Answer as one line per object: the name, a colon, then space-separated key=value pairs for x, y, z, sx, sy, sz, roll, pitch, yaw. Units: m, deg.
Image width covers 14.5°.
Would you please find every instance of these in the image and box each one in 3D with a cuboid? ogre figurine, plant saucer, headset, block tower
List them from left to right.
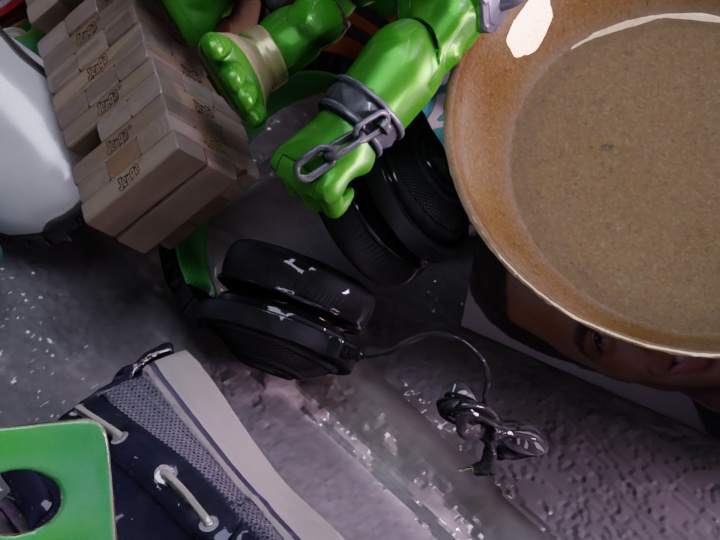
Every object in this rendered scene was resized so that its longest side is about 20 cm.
block tower: x=-0.098 y=-0.098 z=1.164 sx=0.054 sy=0.058 sz=0.201 roll=29 pitch=33 yaw=-44
ogre figurine: x=-0.019 y=-0.122 z=1.097 sx=0.120 sy=0.098 sz=0.200 roll=-33 pitch=36 yaw=-4
headset: x=0.000 y=0.000 z=1.124 sx=0.124 sy=0.094 sz=0.200 roll=-48 pitch=49 yaw=10
plant saucer: x=0.130 y=-0.046 z=1.083 sx=0.199 sy=0.035 sz=0.201 roll=1 pitch=59 yaw=-1

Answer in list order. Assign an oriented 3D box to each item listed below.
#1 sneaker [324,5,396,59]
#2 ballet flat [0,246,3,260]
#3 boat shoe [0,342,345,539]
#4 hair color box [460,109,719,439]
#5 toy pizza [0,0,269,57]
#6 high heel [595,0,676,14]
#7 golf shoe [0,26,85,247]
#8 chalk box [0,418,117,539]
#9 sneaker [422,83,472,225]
sneaker: x=-0.040 y=-0.154 z=1.188 sx=0.078 sy=0.112 sz=0.200 roll=-46 pitch=46 yaw=2
ballet flat: x=-0.233 y=-0.045 z=1.148 sx=0.200 sy=0.073 sz=0.073 roll=41 pitch=56 yaw=17
boat shoe: x=-0.058 y=0.119 z=1.038 sx=0.092 sy=0.075 sz=0.200 roll=-27 pitch=50 yaw=-20
hair color box: x=0.146 y=0.013 z=1.132 sx=0.199 sy=0.102 sz=0.061 roll=24 pitch=52 yaw=13
toy pizza: x=-0.137 y=-0.127 z=1.253 sx=0.199 sy=0.032 sz=0.201 roll=4 pitch=49 yaw=-5
high heel: x=0.090 y=-0.147 z=1.224 sx=0.096 sy=0.068 sz=0.200 roll=5 pitch=23 yaw=-8
golf shoe: x=-0.184 y=-0.088 z=1.156 sx=0.200 sy=0.095 sz=0.078 roll=42 pitch=85 yaw=18
chalk box: x=-0.102 y=0.151 z=0.906 sx=0.124 sy=0.124 sz=0.201 roll=-6 pitch=84 yaw=-13
sneaker: x=0.091 y=-0.082 z=1.218 sx=0.199 sy=0.080 sz=0.078 roll=-22 pitch=56 yaw=-24
